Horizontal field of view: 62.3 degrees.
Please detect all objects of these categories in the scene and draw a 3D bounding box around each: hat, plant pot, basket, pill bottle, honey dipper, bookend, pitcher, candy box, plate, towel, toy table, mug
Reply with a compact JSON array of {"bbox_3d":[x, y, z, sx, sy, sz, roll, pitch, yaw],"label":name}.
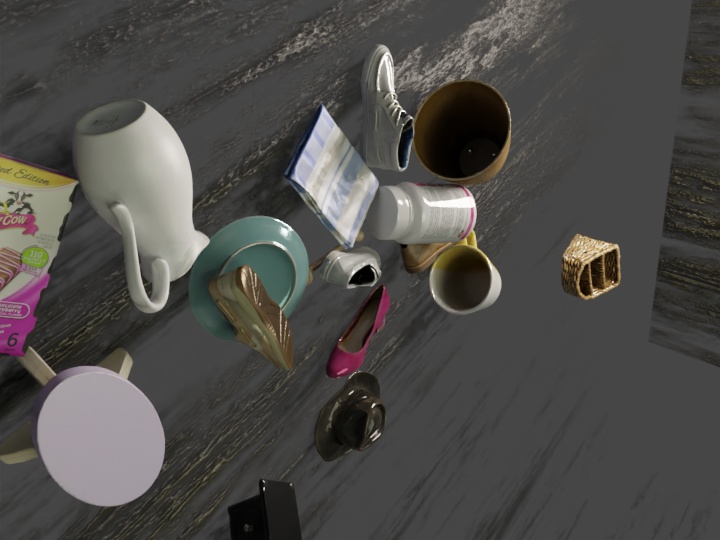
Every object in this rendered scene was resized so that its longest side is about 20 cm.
[{"bbox_3d":[0.001,0.314,1.219,0.199,0.080,0.204,-27,127,-42],"label":"hat"},{"bbox_3d":[0.217,-0.243,1.171,0.199,0.184,0.189,18,93,-65],"label":"plant pot"},{"bbox_3d":[0.750,0.007,1.947,0.143,0.148,0.201,-49,139,-24],"label":"basket"},{"bbox_3d":[0.114,-0.108,1.122,0.197,0.113,0.116,-4,110,-38],"label":"pill bottle"},{"bbox_3d":[-0.058,-0.020,1.030,0.199,0.038,0.039,-36,132,-38],"label":"honey dipper"},{"bbox_3d":[-0.201,0.492,1.024,0.092,0.197,0.203,34,36,-52],"label":"bookend"},{"bbox_3d":[-0.249,-0.070,0.676,0.173,0.119,0.202,-93,174,-50],"label":"pitcher"},{"bbox_3d":[-0.388,-0.020,0.603,0.135,0.060,0.203,14,94,-52],"label":"candy box"},{"bbox_3d":[-0.159,0.019,0.896,0.198,0.025,0.204,-17,121,-31],"label":"plate"},{"bbox_3d":[-0.040,-0.148,0.979,0.200,0.023,0.149,48,58,-46],"label":"towel"},{"bbox_3d":[-0.333,0.182,0.718,0.183,0.116,0.203,-33,129,-37],"label":"toy table"},{"bbox_3d":[0.258,0.011,1.353,0.152,0.148,0.189,13,103,-60],"label":"mug"}]

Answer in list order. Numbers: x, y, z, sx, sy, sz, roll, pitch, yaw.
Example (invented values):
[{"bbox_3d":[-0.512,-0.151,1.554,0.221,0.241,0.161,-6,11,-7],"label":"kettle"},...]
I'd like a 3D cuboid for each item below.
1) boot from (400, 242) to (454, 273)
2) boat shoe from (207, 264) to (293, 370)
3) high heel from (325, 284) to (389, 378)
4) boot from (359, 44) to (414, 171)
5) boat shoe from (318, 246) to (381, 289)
[{"bbox_3d":[0.156,-0.084,1.242,0.200,0.073,0.076,-44,126,-26],"label":"boot"},{"bbox_3d":[-0.155,0.077,0.873,0.073,0.064,0.202,-92,163,-46],"label":"boat shoe"},{"bbox_3d":[-0.004,0.113,1.124,0.200,0.067,0.097,-41,144,-39],"label":"high heel"},{"bbox_3d":[0.053,-0.269,1.003,0.073,0.095,0.204,-22,123,-43],"label":"boot"},{"bbox_3d":[0.000,0.000,1.054,0.073,0.068,0.199,-60,160,9],"label":"boat shoe"}]
